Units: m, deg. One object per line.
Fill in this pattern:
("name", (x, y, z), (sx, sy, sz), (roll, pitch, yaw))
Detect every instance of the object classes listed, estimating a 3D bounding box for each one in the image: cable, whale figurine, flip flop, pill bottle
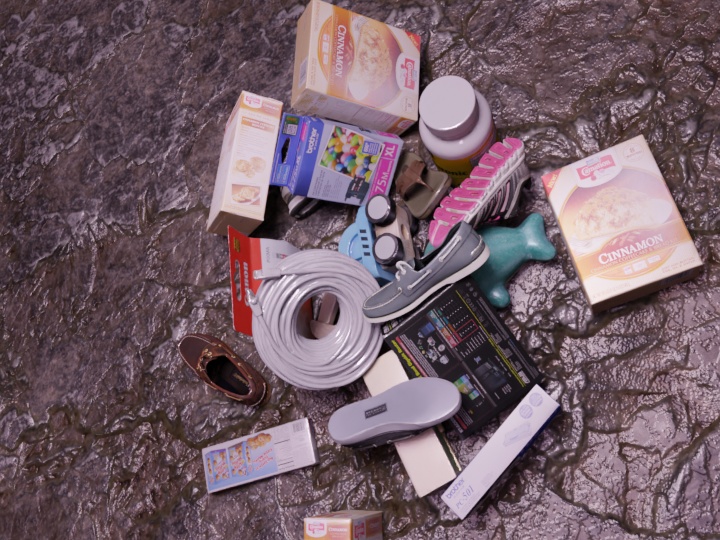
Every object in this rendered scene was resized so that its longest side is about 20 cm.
("cable", (-0.061, 0.071, 0.985), (0.196, 0.069, 0.204), (-15, 104, -16))
("whale figurine", (0.187, -0.024, 1.013), (0.196, 0.104, 0.162), (-20, 70, 13))
("flip flop", (0.083, -0.142, 1.053), (0.082, 0.057, 0.201), (-52, 27, 15))
("pill bottle", (0.150, -0.206, 1.022), (0.109, 0.200, 0.114), (-5, 73, 18))

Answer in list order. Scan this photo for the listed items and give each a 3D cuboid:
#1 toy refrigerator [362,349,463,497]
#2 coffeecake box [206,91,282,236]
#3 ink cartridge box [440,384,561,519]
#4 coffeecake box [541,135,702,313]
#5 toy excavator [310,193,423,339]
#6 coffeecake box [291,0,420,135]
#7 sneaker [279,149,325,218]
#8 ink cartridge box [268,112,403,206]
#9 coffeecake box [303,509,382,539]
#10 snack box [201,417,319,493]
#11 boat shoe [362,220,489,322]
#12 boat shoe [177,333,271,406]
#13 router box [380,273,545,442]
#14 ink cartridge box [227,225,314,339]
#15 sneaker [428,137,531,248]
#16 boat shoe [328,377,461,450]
("toy refrigerator", (0.079, 0.223, 1.003), (0.069, 0.076, 0.202), (-31, 67, 9))
("coffeecake box", (-0.198, -0.172, 1.149), (0.072, 0.153, 0.205), (12, 77, -19))
("ink cartridge box", (0.198, 0.251, 0.942), (0.044, 0.094, 0.201), (40, 91, 23))
("coffeecake box", (0.366, -0.064, 0.968), (0.151, 0.073, 0.204), (-22, 69, 14))
("toy excavator", (0.000, 0.000, 1.093), (0.197, 0.099, 0.199), (-19, 70, 29))
("coffeecake box", (-0.005, -0.325, 1.105), (0.073, 0.196, 0.157), (-24, 60, 61))
("sneaker", (-0.064, -0.193, 1.164), (0.199, 0.076, 0.117), (-35, 69, 11))
("ink cartridge box", (-0.038, -0.171, 1.077), (0.042, 0.196, 0.121), (-125, 47, -58))
("coffeecake box", (-0.020, 0.443, 0.938), (0.072, 0.153, 0.205), (-5, 74, 17))
("snack box", (-0.163, 0.300, 1.098), (0.196, 0.024, 0.073), (-19, 71, 14))
("boat shoe", (0.077, 0.001, 0.924), (0.198, 0.062, 0.073), (-31, 23, 17))
("boat shoe", (-0.237, 0.159, 1.139), (0.197, 0.070, 0.071), (25, 86, 25))
("router box", (0.143, 0.116, 0.964), (0.149, 0.062, 0.201), (-37, 101, 5))
("ink cartridge box", (-0.135, 0.027, 1.064), (0.049, 0.200, 0.166), (-11, 72, 16))
("sneaker", (0.181, -0.093, 0.977), (0.201, 0.088, 0.073), (-49, 32, -14))
("boat shoe", (0.053, 0.208, 0.941), (0.197, 0.066, 0.071), (-23, 47, 16))
